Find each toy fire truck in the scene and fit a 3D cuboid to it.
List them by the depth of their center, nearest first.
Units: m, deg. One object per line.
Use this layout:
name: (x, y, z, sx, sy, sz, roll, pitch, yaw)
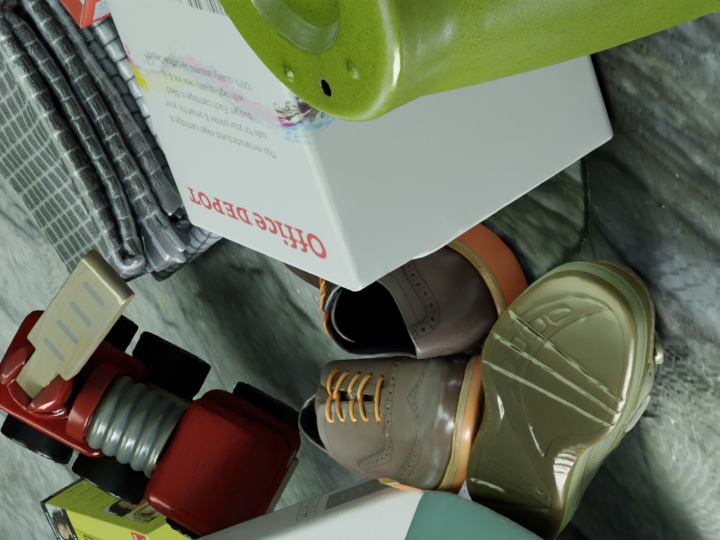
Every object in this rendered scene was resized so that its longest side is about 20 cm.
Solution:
toy fire truck: (-0.124, 0.071, 1.602, 0.176, 0.129, 0.200, 29, 180, 8)

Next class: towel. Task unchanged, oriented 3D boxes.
towel: (-0.162, -0.081, 1.632, 0.200, 0.086, 0.166, 60, 158, -1)

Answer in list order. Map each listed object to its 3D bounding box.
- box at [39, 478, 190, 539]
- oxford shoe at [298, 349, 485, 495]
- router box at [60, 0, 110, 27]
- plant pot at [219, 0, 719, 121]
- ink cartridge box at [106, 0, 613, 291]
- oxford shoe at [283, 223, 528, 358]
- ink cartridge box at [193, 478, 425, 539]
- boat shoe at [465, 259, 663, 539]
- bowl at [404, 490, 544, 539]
box: (-0.155, 0.191, 1.987, 0.200, 0.050, 0.075, 6, 122, 62)
oxford shoe: (0.015, 0.075, 1.432, 0.200, 0.073, 0.071, 138, 145, -72)
router box: (-0.176, -0.256, 1.496, 0.200, 0.049, 0.180, 52, 156, 17)
plant pot: (0.046, -0.149, 0.997, 0.200, 0.193, 0.200, 44, 153, 30)
ink cartridge box: (-0.013, -0.121, 1.206, 0.147, 0.146, 0.200, 22, 137, 54)
oxford shoe: (0.000, 0.000, 1.418, 0.200, 0.073, 0.071, 15, 132, 58)
ink cartridge box: (-0.022, 0.219, 1.586, 0.045, 0.200, 0.176, -70, -42, -71)
boat shoe: (0.099, 0.052, 1.311, 0.073, 0.063, 0.201, 33, 146, 18)
bowl: (0.078, 0.210, 1.398, 0.201, 0.105, 0.201, 38, 166, 11)
